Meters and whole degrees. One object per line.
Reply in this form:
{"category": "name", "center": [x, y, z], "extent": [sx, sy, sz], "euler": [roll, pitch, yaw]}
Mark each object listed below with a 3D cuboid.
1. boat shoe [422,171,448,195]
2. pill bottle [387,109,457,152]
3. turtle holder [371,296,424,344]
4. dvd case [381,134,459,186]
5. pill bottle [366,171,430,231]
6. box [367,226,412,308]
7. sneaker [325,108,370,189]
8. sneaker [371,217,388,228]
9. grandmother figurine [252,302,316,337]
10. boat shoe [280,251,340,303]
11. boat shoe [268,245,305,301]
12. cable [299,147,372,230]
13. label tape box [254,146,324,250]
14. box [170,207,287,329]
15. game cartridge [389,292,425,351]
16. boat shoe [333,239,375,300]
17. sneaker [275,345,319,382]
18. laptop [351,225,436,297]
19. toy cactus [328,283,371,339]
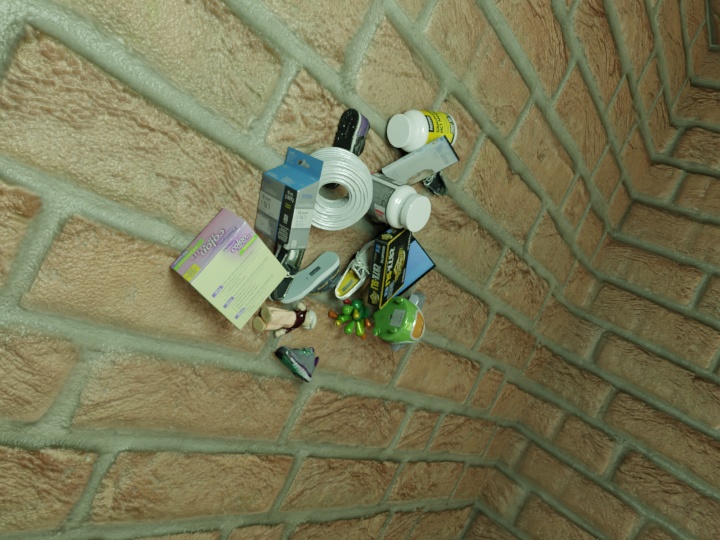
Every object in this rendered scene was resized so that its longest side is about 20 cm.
{"category": "boat shoe", "center": [0.207, -0.288, 1.677], "extent": [0.075, 0.061, 0.200], "euler": [-52, 140, -8]}
{"category": "pill bottle", "center": [0.169, -0.383, 1.539], "extent": [0.198, 0.112, 0.115], "euler": [-12, 121, -44]}
{"category": "turtle holder", "center": [0.109, 0.163, 1.677], "extent": [0.130, 0.143, 0.184], "euler": [27, 137, -33]}
{"category": "dvd case", "center": [0.170, -0.294, 1.555], "extent": [0.197, 0.018, 0.142], "euler": [-26, 156, 18]}
{"category": "pill bottle", "center": [0.084, -0.182, 1.492], "extent": [0.115, 0.199, 0.118], "euler": [-25, 129, -35]}
{"category": "box", "center": [0.082, -0.019, 1.539], "extent": [0.159, 0.049, 0.204], "euler": [-37, 141, -51]}
{"category": "sneaker", "center": [-0.026, -0.295, 1.408], "extent": [0.087, 0.075, 0.203], "euler": [13, 102, -56]}
{"category": "sneaker", "center": [0.106, -0.132, 1.646], "extent": [0.198, 0.075, 0.089], "euler": [-6, 116, -46]}
{"category": "grandmother figurine", "center": [-0.187, 0.128, 1.490], "extent": [0.121, 0.061, 0.198], "euler": [-40, 153, 26]}
{"category": "boat shoe", "center": [-0.131, 0.040, 1.488], "extent": [0.199, 0.071, 0.092], "euler": [-36, 147, -19]}
{"category": "boat shoe", "center": [-0.180, -0.016, 1.387], "extent": [0.075, 0.059, 0.204], "euler": [0, 106, -56]}
{"category": "cable", "center": [-0.068, -0.193, 1.347], "extent": [0.197, 0.070, 0.201], "euler": [-26, 127, 19]}
{"category": "label tape box", "center": [-0.166, -0.168, 1.268], "extent": [0.062, 0.143, 0.204], "euler": [-4, 115, -43]}
{"category": "box", "center": [-0.291, -0.001, 1.263], "extent": [0.177, 0.096, 0.201], "euler": [-50, 141, -14]}
{"category": "game cartridge", "center": [0.160, 0.174, 1.884], "extent": [0.133, 0.040, 0.204], "euler": [-1, 113, -68]}
{"category": "boat shoe", "center": [-0.004, -0.003, 1.534], "extent": [0.202, 0.075, 0.086], "euler": [-47, 180, 0]}
{"category": "sneaker", "center": [-0.174, 0.238, 1.568], "extent": [0.088, 0.073, 0.201], "euler": [-58, 153, -20]}
{"category": "laptop", "center": [0.101, -0.027, 1.633], "extent": [0.176, 0.104, 0.200], "euler": [-39, 150, 7]}
{"category": "toy cactus", "center": [-0.006, 0.112, 1.653], "extent": [0.167, 0.101, 0.200], "euler": [-59, 146, -9]}
